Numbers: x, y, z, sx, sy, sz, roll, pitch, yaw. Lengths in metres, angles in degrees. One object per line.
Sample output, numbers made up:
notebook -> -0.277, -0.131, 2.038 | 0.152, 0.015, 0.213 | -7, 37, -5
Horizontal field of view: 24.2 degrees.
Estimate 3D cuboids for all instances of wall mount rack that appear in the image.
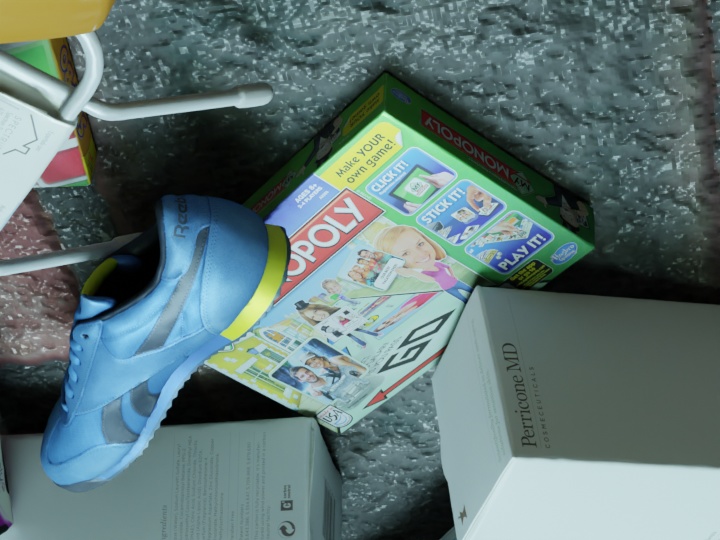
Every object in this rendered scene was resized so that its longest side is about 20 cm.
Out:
wall mount rack -> -0.144, -0.056, 0.725 | 0.173, 0.075, 0.200 | 26, 132, -23

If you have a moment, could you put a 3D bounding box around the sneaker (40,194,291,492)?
sneaker -> -0.117, 0.032, 0.806 | 0.078, 0.066, 0.200 | 20, 130, -31

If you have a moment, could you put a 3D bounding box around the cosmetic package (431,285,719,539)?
cosmetic package -> 0.145, 0.079, 0.838 | 0.199, 0.108, 0.085 | 4, 140, -18

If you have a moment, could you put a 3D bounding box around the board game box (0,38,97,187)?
board game box -> -0.181, -0.114, 0.731 | 0.095, 0.030, 0.201 | -2, 135, 5

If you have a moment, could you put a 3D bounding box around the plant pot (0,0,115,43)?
plant pot -> -0.055, -0.180, 0.545 | 0.182, 0.201, 0.201 | -6, 139, -14

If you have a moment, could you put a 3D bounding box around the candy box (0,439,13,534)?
candy box -> -0.292, 0.085, 0.877 | 0.199, 0.061, 0.137 | -5, 98, 9

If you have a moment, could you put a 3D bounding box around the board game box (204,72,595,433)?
board game box -> 0.000, 0.000, 0.840 | 0.134, 0.029, 0.200 | 29, 132, -26

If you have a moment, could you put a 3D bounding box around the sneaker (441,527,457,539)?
sneaker -> 0.028, 0.199, 1.016 | 0.079, 0.131, 0.200 | 38, 91, -24

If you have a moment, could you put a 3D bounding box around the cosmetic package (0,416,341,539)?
cosmetic package -> -0.115, 0.141, 0.944 | 0.199, 0.082, 0.113 | -2, 154, 7
